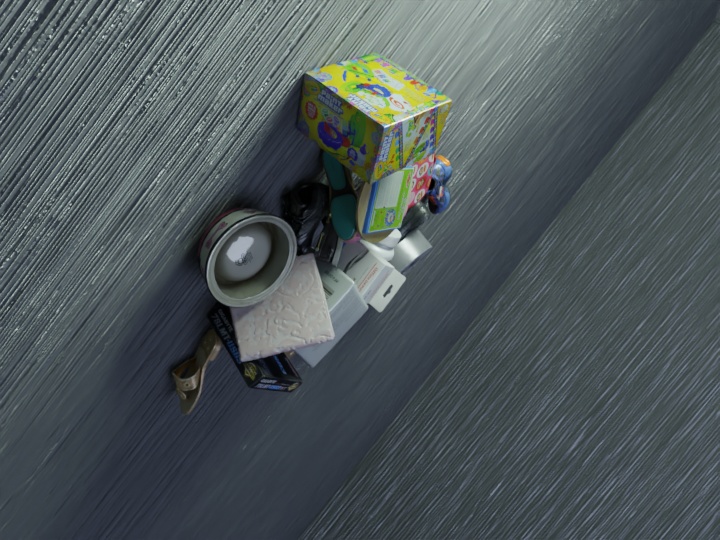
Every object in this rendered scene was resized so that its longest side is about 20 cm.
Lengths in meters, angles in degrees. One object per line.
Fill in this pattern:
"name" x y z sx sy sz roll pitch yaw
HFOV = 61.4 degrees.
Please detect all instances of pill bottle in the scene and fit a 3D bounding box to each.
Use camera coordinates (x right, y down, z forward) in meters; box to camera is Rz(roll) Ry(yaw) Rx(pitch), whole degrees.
"pill bottle" 0.022 -0.031 1.620 0.109 0.109 0.200 -10 135 -56

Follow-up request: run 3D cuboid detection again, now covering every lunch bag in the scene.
"lunch bag" 0.124 -0.246 1.518 0.176 0.082 0.200 -39 154 -26

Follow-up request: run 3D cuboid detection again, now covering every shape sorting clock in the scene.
"shape sorting clock" 0.051 -0.154 1.280 0.200 0.039 0.201 -32 135 -39

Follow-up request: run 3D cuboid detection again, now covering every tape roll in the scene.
"tape roll" 0.116 -0.028 1.774 0.200 0.066 0.200 -40 174 -5

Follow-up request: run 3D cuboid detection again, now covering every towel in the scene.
"towel" -0.171 0.076 1.264 0.199 0.192 0.032 -13 171 -7

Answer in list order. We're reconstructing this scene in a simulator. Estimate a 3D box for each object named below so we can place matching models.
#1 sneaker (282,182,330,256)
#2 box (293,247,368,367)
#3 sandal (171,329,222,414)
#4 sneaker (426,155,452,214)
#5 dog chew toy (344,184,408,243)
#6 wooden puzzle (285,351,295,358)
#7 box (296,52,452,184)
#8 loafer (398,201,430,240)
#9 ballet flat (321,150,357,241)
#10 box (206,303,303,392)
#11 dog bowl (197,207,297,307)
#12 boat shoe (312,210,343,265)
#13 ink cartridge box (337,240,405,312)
"sneaker" -0.137 -0.100 1.281 0.200 0.076 0.114 -58 154 10
"box" -0.127 0.073 1.396 0.199 0.200 0.171 -47 155 -9
"sandal" -0.383 0.221 1.347 0.070 0.078 0.212 17 106 -44
"sneaker" 0.204 -0.234 1.712 0.078 0.075 0.200 -31 143 -19
"dog chew toy" 0.015 -0.135 1.433 0.200 0.125 0.124 -34 166 29
"wooden puzzle" -0.175 0.159 1.639 0.200 0.046 0.186 -35 152 -21
"box" 0.023 -0.289 1.124 0.192 0.200 0.122 -30 150 -37
"loafer" 0.103 -0.120 1.695 0.200 0.070 0.068 -39 179 15
"ballet flat" -0.032 -0.164 1.274 0.063 0.068 0.201 -29 112 -69
"box" -0.233 0.179 1.361 0.050 0.200 0.198 -40 156 7
"dog bowl" -0.224 -0.032 1.175 0.200 0.074 0.201 -26 135 -30
"boat shoe" -0.061 -0.109 1.345 0.072 0.060 0.202 110 -9 -61
"ink cartridge box" 0.000 0.000 1.513 0.116 0.200 0.067 -54 156 8
